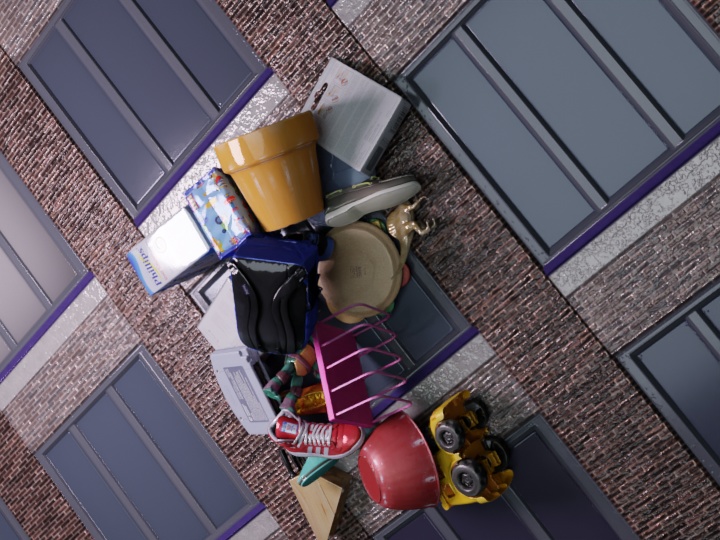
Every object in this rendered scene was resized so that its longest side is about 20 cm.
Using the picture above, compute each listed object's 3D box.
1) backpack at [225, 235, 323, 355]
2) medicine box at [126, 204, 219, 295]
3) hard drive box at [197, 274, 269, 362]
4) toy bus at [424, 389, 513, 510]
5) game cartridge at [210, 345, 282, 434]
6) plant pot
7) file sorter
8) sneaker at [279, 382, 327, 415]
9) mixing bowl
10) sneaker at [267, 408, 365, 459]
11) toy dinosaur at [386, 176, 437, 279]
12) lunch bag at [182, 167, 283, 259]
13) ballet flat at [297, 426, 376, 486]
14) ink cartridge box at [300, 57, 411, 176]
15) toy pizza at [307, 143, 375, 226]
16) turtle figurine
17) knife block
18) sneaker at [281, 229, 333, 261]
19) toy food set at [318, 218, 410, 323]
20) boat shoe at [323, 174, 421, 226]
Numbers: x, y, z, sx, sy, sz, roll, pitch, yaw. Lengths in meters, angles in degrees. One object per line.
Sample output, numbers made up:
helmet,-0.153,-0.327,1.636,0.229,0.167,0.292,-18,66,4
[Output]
backpack,-0.146,0.047,1.606,0.159,0.168,0.204,8,115,16
medicine box,-0.347,-0.057,1.762,0.199,0.182,0.104,-33,88,30
hard drive box,-0.239,0.109,1.780,0.156,0.077,0.200,48,136,7
toy bus,0.177,0.363,1.681,0.191,0.135,0.203,-30,86,40
game cartridge,-0.235,0.251,1.783,0.132,0.041,0.203,-7,112,45
plant pot,-0.155,-0.183,1.622,0.197,0.200,0.186,-16,101,23
file sorter,0.006,0.182,1.652,0.124,0.138,0.203,-28,61,27
sneaker,-0.103,0.278,1.795,0.197,0.077,0.074,-19,92,22
mixing bowl,0.062,0.389,1.671,0.201,0.107,0.203,50,150,43
sneaker,-0.095,0.322,1.686,0.197,0.112,0.072,-13,52,31
toy dinosaur,0.096,-0.084,1.653,0.099,0.058,0.204,-11,76,26
lunch bag,-0.237,-0.118,1.705,0.093,0.199,0.152,-34,83,22
ballet flat,-0.058,0.368,1.766,0.198,0.068,0.071,-31,66,-12
ink cartridge box,-0.019,-0.300,1.659,0.199,0.047,0.162,36,99,31
toy pizza,-0.060,-0.191,1.708,0.196,0.032,0.205,2,95,20
turtle figurine,-0.114,0.191,1.754,0.149,0.202,0.100,41,157,-19
knife block,-0.113,0.462,1.841,0.173,0.064,0.204,21,108,18
sneaker,-0.144,-0.038,1.723,0.198,0.077,0.071,-23,56,41
toy food set,0.000,0.000,1.715,0.195,0.049,0.204,-19,92,24
boat shoe,0.018,-0.147,1.629,0.198,0.072,0.061,-20,66,17
